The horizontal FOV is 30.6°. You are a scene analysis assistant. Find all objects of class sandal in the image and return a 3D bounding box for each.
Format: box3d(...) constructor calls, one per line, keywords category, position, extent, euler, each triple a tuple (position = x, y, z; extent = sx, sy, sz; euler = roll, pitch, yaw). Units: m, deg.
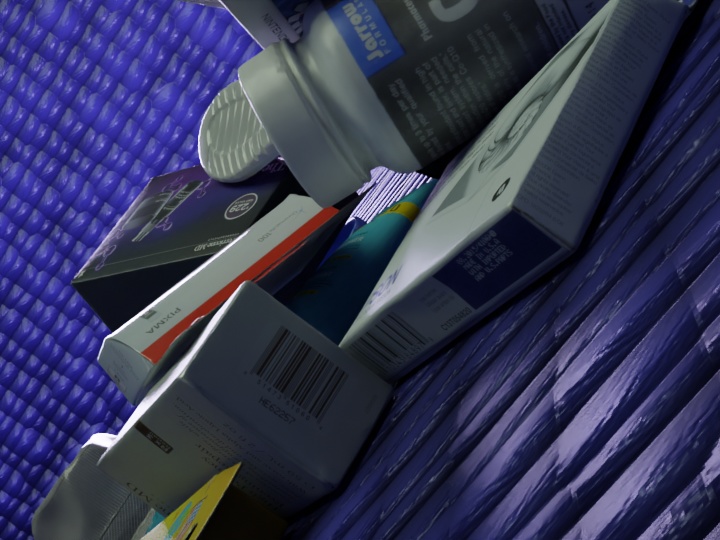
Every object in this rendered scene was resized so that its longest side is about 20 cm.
box3d(category="sandal", position=(-0.059, -0.114, 1.003), extent=(0.202, 0.050, 0.083), euler=(-19, 64, 51))

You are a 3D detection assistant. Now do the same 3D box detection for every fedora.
box3d(category="fedora", position=(-0.202, 0.191, 1.058), extent=(0.177, 0.090, 0.200), euler=(-56, -3, -23))

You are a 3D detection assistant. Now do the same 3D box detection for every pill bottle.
box3d(category="pill bottle", position=(0.038, -0.126, 0.742), extent=(0.199, 0.114, 0.114), euler=(-32, 9, 5))

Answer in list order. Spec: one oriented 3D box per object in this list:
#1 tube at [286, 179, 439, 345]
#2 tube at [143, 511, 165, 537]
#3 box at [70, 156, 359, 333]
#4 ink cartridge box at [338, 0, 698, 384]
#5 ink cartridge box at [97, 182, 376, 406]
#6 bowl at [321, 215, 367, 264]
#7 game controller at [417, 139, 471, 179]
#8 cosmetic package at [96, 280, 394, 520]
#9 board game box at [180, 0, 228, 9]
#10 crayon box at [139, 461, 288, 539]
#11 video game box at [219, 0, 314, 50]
box3d(category="tube", position=(0.000, 0.000, 0.889), extent=(0.077, 0.051, 0.200), euler=(-24, 19, 37))
box3d(category="tube", position=(-0.131, 0.186, 0.939), extent=(0.201, 0.050, 0.077), euler=(-59, -5, 7))
box3d(category="box", position=(-0.118, -0.023, 1.069), extent=(0.199, 0.079, 0.142), euler=(-11, 39, 40))
box3d(category="ink cartridge box", position=(0.081, -0.055, 0.664), extent=(0.200, 0.041, 0.200), euler=(-58, 7, -31))
box3d(category="ink cartridge box", position=(-0.085, 0.004, 0.837), extent=(0.162, 0.057, 0.200), euler=(-39, -6, -22))
box3d(category="bowl", position=(-0.046, 0.049, 1.033), extent=(0.201, 0.039, 0.201), euler=(-53, 6, 9))
box3d(category="game controller", position=(0.065, -0.159, 0.949), extent=(0.042, 0.104, 0.201), euler=(72, -141, -60))
box3d(category="cosmetic package", position=(-0.072, 0.091, 0.741), extent=(0.074, 0.101, 0.200), euler=(-56, 5, -32))
box3d(category="board game box", position=(0.000, -0.226, 0.791), extent=(0.200, 0.026, 0.200), euler=(-39, -16, 29))
box3d(category="crayon box", position=(-0.109, 0.190, 0.711), extent=(0.127, 0.051, 0.200), euler=(-59, 7, -32))
box3d(category="video game box", position=(0.015, -0.197, 0.780), extent=(0.199, 0.047, 0.182), euler=(-31, -12, 7))
